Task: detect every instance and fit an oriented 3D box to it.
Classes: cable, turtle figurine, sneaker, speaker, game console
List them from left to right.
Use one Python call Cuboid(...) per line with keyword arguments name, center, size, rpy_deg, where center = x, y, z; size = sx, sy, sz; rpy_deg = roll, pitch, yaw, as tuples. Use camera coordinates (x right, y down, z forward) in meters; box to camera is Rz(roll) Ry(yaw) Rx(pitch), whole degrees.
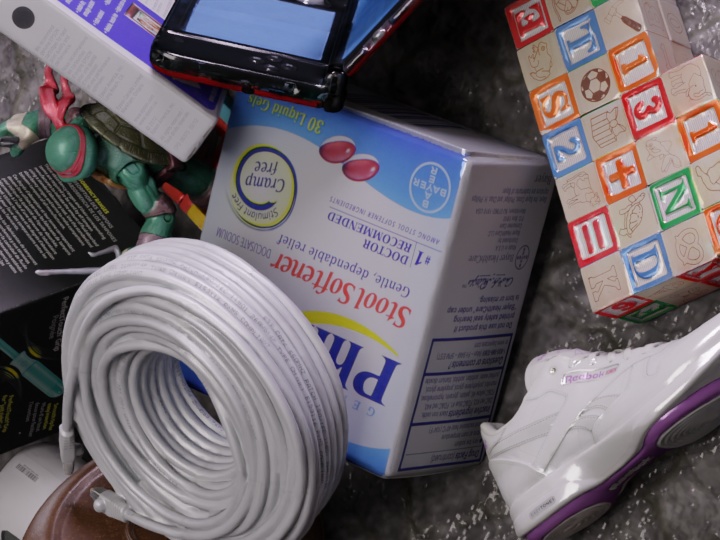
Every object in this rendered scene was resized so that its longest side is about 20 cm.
Cuboid(name="turtle figurine", center=(-0.147, -0.061, 1.690), size=(0.101, 0.199, 0.150), rpy_deg=(-48, 62, 29))
Cuboid(name="speaker", center=(-0.152, 0.190, 1.758), size=(0.199, 0.081, 0.082), rpy_deg=(31, 101, 34))
Cuboid(name="cable", center=(-0.093, 0.079, 1.609), size=(0.199, 0.069, 0.201), rpy_deg=(26, 132, 30))
Cuboid(name="game console", center=(-0.025, -0.182, 1.643), size=(0.171, 0.200, 0.120), rpy_deg=(12, 110, 0))
Cuboid(name="sneaker", center=(0.146, 0.070, 1.569), size=(0.200, 0.075, 0.100), rpy_deg=(-40, 64, 24))

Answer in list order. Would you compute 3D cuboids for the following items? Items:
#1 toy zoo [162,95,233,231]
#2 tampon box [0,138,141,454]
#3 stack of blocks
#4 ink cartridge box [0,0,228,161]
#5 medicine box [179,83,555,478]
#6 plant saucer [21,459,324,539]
Cuboid(name="toy zoo", center=(-0.079, -0.092, 1.786), size=(0.200, 0.020, 0.132), rpy_deg=(46, 109, 31))
Cuboid(name="tampon box", center=(-0.251, 0.029, 1.752), size=(0.126, 0.199, 0.150), rpy_deg=(49, 142, 29))
Cuboid(name="stack of blocks", center=(0.169, -0.085, 1.587), size=(0.115, 0.058, 0.201), rpy_deg=(-26, 69, 29))
Cuboid(name="ink cartridge box", center=(-0.166, -0.165, 1.674), size=(0.200, 0.198, 0.043), rpy_deg=(38, 107, -10))
Cuboid(name="medicine box", center=(0.000, 0.000, 1.650), size=(0.181, 0.103, 0.201), rpy_deg=(22, 103, 34))
Cuboid(name="plant saucer", center=(-0.123, 0.169, 1.690), size=(0.199, 0.037, 0.201), rpy_deg=(-6, 45, 6))
